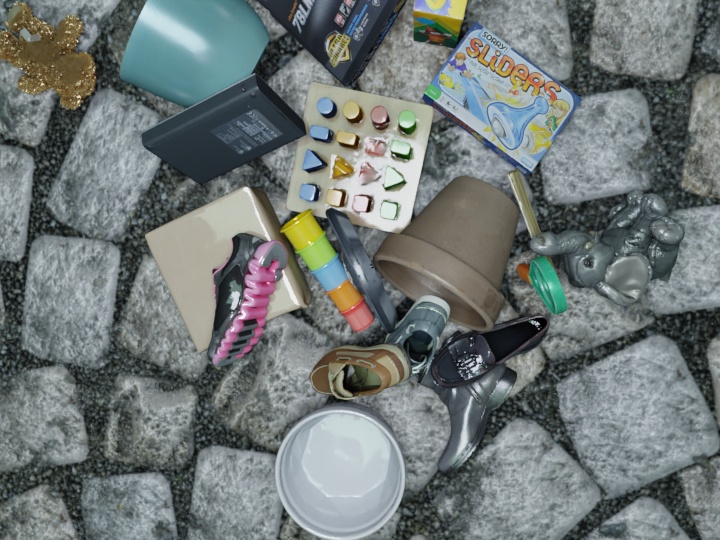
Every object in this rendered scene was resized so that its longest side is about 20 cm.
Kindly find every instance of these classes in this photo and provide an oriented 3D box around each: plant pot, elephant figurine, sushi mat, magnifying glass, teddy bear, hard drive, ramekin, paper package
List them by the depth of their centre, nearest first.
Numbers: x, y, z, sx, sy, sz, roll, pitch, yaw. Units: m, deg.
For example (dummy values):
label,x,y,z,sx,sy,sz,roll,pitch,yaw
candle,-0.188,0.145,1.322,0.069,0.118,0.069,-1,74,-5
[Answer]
label,x,y,z,sx,sy,sz,roll,pitch,yaw
magnifying glass,0.252,0.013,0.997,0.022,0.200,0.080,-22,96,5
elephant figurine,0.352,-0.016,1.015,0.199,0.142,0.156,-33,76,-8
plant pot,-0.227,-0.325,1.018,0.160,0.201,0.202,28,96,-14
plant pot,0.144,-0.036,1.022,0.199,0.200,0.175,32,80,1
hard drive,-0.198,-0.200,1.030,0.198,0.139,0.033,-21,65,18
sushi mat,0.260,-0.055,1.046,0.012,0.096,0.202,-20,92,20
paper package,-0.199,-0.004,1.082,0.189,0.103,0.202,-24,93,6
ramekin,-0.027,0.301,1.091,0.198,0.105,0.203,0,94,5
teddy bear,-0.492,-0.337,1.105,0.198,0.067,0.146,17,87,9

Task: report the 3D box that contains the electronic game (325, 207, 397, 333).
label,x,y,z,sx,sy,sz,roll,pitch,yaw
electronic game,0.000,0.000,1.017,0.041,0.200,0.201,-26,92,1

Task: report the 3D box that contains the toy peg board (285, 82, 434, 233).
label,x,y,z,sx,sy,sz,roll,pitch,yaw
toy peg board,-0.005,-0.171,1.055,0.197,0.098,0.202,12,95,3

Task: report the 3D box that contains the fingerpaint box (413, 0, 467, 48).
label,x,y,z,sx,sy,sz,roll,pitch,yaw
fingerpaint box,0.130,-0.437,0.989,0.073,0.167,0.202,13,95,3

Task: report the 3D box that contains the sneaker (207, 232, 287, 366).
label,x,y,z,sx,sy,sz,roll,pitch,yaw
sneaker,-0.180,0.037,1.006,0.095,0.079,0.202,27,96,24

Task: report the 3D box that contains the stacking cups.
label,x,y,z,sx,sy,sz,roll,pitch,yaw
stacking cups,-0.042,0.003,1.079,0.060,0.061,0.201,-34,102,6

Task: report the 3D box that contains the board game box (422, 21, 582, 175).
label,x,y,z,sx,sy,sz,roll,pitch,yaw
board game box,0.211,-0.257,1.053,0.199,0.034,0.136,36,87,1

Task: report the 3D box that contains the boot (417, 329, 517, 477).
label,x,y,z,sx,sy,sz,roll,pitch,yaw
boot,0.141,0.205,1.095,0.131,0.070,0.201,32,84,4

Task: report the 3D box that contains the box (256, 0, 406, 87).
label,x,y,z,sx,sy,sz,roll,pitch,yaw
box,-0.042,-0.400,1.002,0.198,0.200,0.050,43,54,-1

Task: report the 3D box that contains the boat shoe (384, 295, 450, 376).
label,x,y,z,sx,sy,sz,roll,pitch,yaw
boat shoe,0.074,0.116,1.037,0.072,0.062,0.201,24,139,-1

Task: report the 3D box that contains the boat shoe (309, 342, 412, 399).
label,x,y,z,sx,sy,sz,roll,pitch,yaw
boat shoe,-0.015,0.154,1.048,0.199,0.074,0.076,-22,95,46

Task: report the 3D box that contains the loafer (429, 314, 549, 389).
label,x,y,z,sx,sy,sz,roll,pitch,yaw
loafer,0.194,0.112,1.045,0.198,0.063,0.072,-22,73,-18
